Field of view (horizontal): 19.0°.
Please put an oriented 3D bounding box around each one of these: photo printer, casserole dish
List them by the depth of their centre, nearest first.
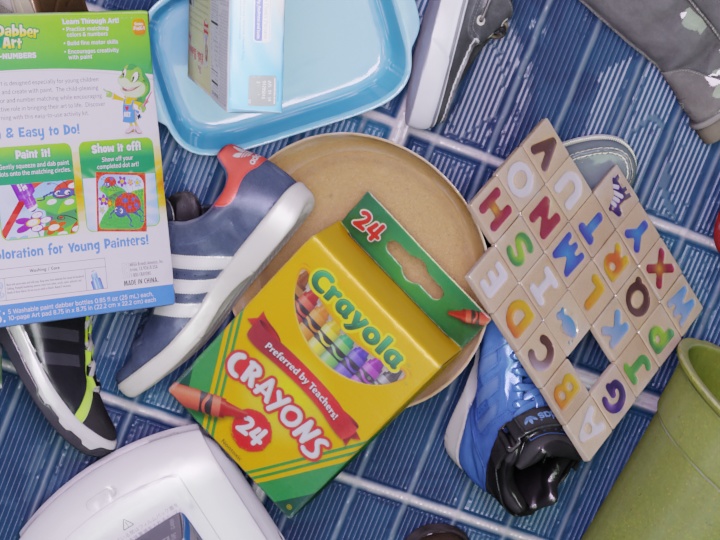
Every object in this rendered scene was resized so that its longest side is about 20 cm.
[{"bbox_3d":[-0.059,-0.155,1.486,0.200,0.039,0.121,-18,105,-5],"label":"casserole dish"},{"bbox_3d":[-0.135,0.219,1.538,0.166,0.069,0.200,-32,105,0],"label":"photo printer"}]

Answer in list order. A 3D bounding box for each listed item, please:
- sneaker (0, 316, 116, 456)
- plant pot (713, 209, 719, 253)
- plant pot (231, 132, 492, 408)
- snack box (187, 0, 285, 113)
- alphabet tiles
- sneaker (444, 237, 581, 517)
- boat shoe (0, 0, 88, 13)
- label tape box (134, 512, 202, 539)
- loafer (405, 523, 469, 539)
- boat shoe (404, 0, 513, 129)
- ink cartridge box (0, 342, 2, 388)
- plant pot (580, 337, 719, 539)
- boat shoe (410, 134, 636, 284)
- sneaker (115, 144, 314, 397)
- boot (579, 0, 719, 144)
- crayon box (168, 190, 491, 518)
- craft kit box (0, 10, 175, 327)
[{"bbox_3d":[-0.206,0.035,1.484,0.083,0.072,0.200,-30,105,-4],"label":"sneaker"},{"bbox_3d":[0.357,-0.003,1.513,0.200,0.200,0.183,-35,99,-1],"label":"plant pot"},{"bbox_3d":[0.000,0.000,1.495,0.200,0.027,0.200,6,106,21],"label":"plant pot"},{"bbox_3d":[-0.080,-0.168,1.357,0.037,0.200,0.116,0,102,-12],"label":"snack box"},{"bbox_3d":[0.151,0.003,1.491,0.167,0.008,0.200,-48,116,-32],"label":"alphabet tiles"},{"bbox_3d":[0.121,0.078,1.505,0.077,0.111,0.200,-3,120,-31],"label":"sneaker"},{"bbox_3d":[-0.206,-0.113,1.461,0.065,0.072,0.200,-8,110,30],"label":"boat shoe"},{"bbox_3d":[-0.166,0.282,1.478,0.200,0.066,0.143,-33,105,-1],"label":"label tape box"},{"bbox_3d":[0.044,0.289,1.583,0.073,0.071,0.200,4,101,-11],"label":"loafer"},{"bbox_3d":[0.081,-0.190,1.487,0.057,0.069,0.200,16,97,-7],"label":"boat shoe"},{"bbox_3d":[-0.345,0.076,1.431,0.200,0.145,0.088,-31,105,-2],"label":"ink cartridge box"},{"bbox_3d":[0.250,0.183,1.552,0.200,0.200,0.190,34,107,-15],"label":"plant pot"},{"bbox_3d":[0.114,-0.030,1.531,0.200,0.062,0.073,-29,106,-3],"label":"boat shoe"},{"bbox_3d":[-0.120,-0.003,1.490,0.085,0.075,0.200,41,106,2],"label":"sneaker"},{"bbox_3d":[0.246,-0.212,1.519,0.182,0.073,0.200,-39,99,-2],"label":"boot"},{"bbox_3d":[-0.023,0.058,1.477,0.127,0.051,0.200,45,115,6],"label":"crayon box"},{"bbox_3d":[-0.217,-0.065,1.370,0.200,0.049,0.198,-6,96,-40],"label":"craft kit box"}]
